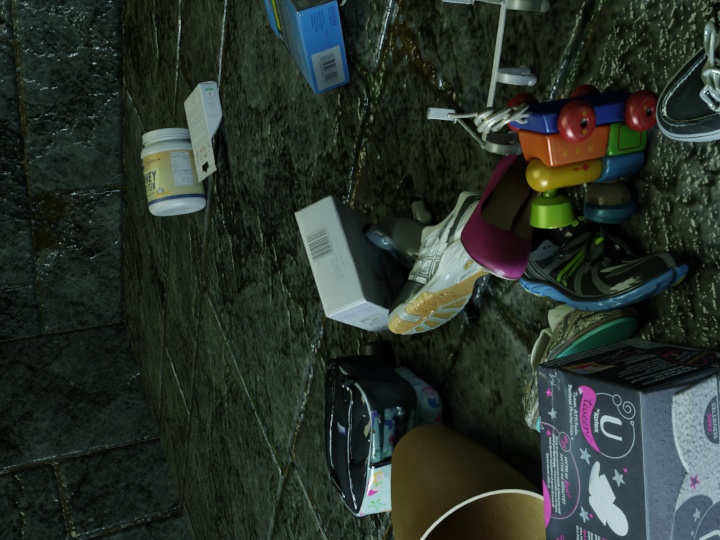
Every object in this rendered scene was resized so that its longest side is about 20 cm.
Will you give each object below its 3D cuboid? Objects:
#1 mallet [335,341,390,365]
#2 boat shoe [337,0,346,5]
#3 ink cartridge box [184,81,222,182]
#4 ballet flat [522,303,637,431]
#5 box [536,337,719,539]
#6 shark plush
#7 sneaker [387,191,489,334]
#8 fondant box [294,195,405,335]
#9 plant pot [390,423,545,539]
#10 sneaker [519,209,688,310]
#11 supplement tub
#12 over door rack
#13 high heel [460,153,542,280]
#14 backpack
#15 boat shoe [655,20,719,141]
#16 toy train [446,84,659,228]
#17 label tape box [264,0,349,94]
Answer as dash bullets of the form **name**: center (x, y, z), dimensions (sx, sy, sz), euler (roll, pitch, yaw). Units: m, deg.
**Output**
- **mallet**: center (-0.001, 0.157, 1.241), dimensions (0.200, 0.041, 0.066), euler (146, 117, -66)
- **boat shoe**: center (-0.061, -0.483, 1.138), dimensions (0.074, 0.063, 0.202), euler (-21, 80, 61)
- **ink cartridge box**: center (-0.359, -0.322, 1.826), dimensions (0.161, 0.050, 0.201), euler (-11, 92, 64)
- **ballet flat**: center (0.201, 0.081, 0.767), dimensions (0.200, 0.068, 0.075), euler (105, 156, -46)
- **box**: center (0.236, 0.170, 0.640), dimensions (0.115, 0.132, 0.201), euler (10, 107, 60)
- **shark plush**: center (0.092, -0.012, 1.004), dimensions (0.200, 0.091, 0.083), euler (38, 154, 28)
- **sneaker**: center (0.096, -0.007, 0.917), dimensions (0.200, 0.075, 0.088), euler (-48, 50, 29)
- **fondant box**: center (0.000, 0.000, 1.021), dimensions (0.058, 0.200, 0.145), euler (-24, 71, 18)
- **plant pot**: center (0.108, 0.271, 0.907), dimensions (0.200, 0.186, 0.187), euler (-126, 36, -62)
- **sneaker**: center (0.207, -0.012, 0.712), dimensions (0.199, 0.071, 0.083), euler (-164, 61, -65)
- **supplement tub**: center (-0.475, -0.248, 1.969), dimensions (0.144, 0.144, 0.201), euler (-14, 85, 64)
- **over door rack**: center (0.135, -0.213, 0.813), dimensions (0.200, 0.066, 0.148), euler (-123, 37, -65)
- **high heel**: center (0.143, -0.064, 0.734), dimensions (0.200, 0.067, 0.096), euler (-76, 12, -64)
- **backpack**: center (0.023, 0.228, 1.073), dimensions (0.177, 0.150, 0.201), euler (-151, 65, -67)
- **boat shoe**: center (0.271, -0.143, 0.542), dimensions (0.199, 0.068, 0.074), euler (-21, 79, 64)
- **toy train**: center (0.156, -0.087, 0.653), dimensions (0.085, 0.199, 0.116), euler (29, 128, 58)
- **label tape box**: center (-0.089, -0.385, 1.170), dimensions (0.144, 0.063, 0.200), euler (79, 165, -52)
